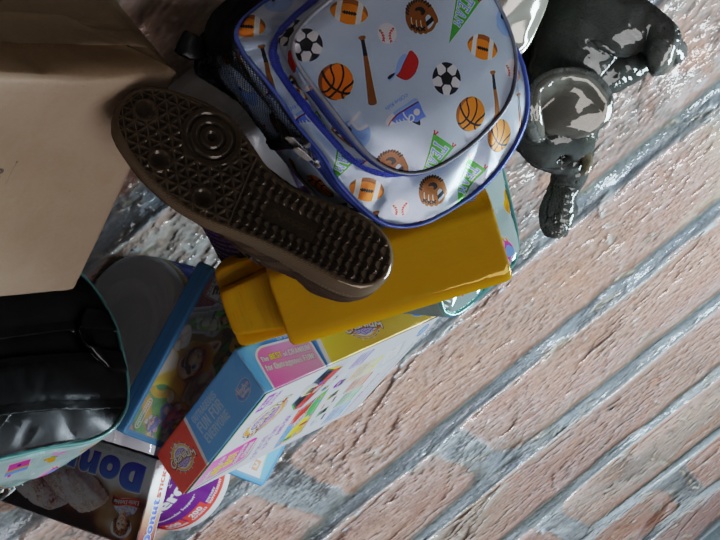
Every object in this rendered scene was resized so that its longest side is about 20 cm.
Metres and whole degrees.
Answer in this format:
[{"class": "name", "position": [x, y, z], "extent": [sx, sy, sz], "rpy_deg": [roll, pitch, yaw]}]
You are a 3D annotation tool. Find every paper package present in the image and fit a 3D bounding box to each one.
[{"class": "paper package", "position": [-0.246, -0.083, 0.958], "extent": [0.190, 0.104, 0.200], "rpy_deg": [-5, 137, -43]}]

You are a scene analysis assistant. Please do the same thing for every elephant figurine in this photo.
[{"class": "elephant figurine", "position": [0.171, -0.149, 1.261], "extent": [0.200, 0.155, 0.141], "rpy_deg": [-49, 171, 6]}]

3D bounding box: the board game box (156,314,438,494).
[{"class": "board game box", "position": [-0.047, 0.088, 1.172], "extent": [0.200, 0.040, 0.153], "rpy_deg": [-21, 158, -45]}]

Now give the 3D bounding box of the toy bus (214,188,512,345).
[{"class": "toy bus", "position": [0.000, 0.000, 1.041], "extent": [0.199, 0.065, 0.078], "rpy_deg": [-17, -165, 4]}]

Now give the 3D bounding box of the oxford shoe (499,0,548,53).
[{"class": "oxford shoe", "position": [0.132, -0.250, 1.094], "extent": [0.075, 0.058, 0.201], "rpy_deg": [9, 106, -35]}]

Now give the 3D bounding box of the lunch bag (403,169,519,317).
[{"class": "lunch bag", "position": [0.053, -0.069, 1.148], "extent": [0.160, 0.077, 0.201], "rpy_deg": [-39, 121, -54]}]

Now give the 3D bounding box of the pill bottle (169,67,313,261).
[{"class": "pill bottle", "position": [-0.069, -0.055, 1.120], "extent": [0.111, 0.111, 0.200], "rpy_deg": [-32, 131, -8]}]

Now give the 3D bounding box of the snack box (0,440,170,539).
[{"class": "snack box", "position": [-0.241, 0.167, 1.218], "extent": [0.024, 0.199, 0.072], "rpy_deg": [22, 81, -56]}]

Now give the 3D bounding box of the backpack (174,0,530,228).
[{"class": "backpack", "position": [0.019, -0.127, 0.967], "extent": [0.200, 0.154, 0.191], "rpy_deg": [-39, 115, -8]}]

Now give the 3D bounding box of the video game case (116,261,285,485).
[{"class": "video game case", "position": [-0.103, 0.089, 1.213], "extent": [0.200, 0.018, 0.143], "rpy_deg": [34, 83, -55]}]

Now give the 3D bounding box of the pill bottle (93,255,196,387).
[{"class": "pill bottle", "position": [-0.131, 0.056, 1.269], "extent": [0.111, 0.111, 0.200], "rpy_deg": [-47, 149, 18]}]

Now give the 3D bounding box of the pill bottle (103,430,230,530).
[{"class": "pill bottle", "position": [-0.208, 0.166, 1.343], "extent": [0.112, 0.113, 0.200], "rpy_deg": [-41, 151, 8]}]

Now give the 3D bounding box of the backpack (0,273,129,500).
[{"class": "backpack", "position": [-0.277, 0.077, 1.086], "extent": [0.199, 0.176, 0.153], "rpy_deg": [-10, 158, -37]}]

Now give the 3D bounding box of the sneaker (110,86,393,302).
[{"class": "sneaker", "position": [-0.076, -0.037, 0.951], "extent": [0.071, 0.200, 0.076], "rpy_deg": [-58, -173, -23]}]
